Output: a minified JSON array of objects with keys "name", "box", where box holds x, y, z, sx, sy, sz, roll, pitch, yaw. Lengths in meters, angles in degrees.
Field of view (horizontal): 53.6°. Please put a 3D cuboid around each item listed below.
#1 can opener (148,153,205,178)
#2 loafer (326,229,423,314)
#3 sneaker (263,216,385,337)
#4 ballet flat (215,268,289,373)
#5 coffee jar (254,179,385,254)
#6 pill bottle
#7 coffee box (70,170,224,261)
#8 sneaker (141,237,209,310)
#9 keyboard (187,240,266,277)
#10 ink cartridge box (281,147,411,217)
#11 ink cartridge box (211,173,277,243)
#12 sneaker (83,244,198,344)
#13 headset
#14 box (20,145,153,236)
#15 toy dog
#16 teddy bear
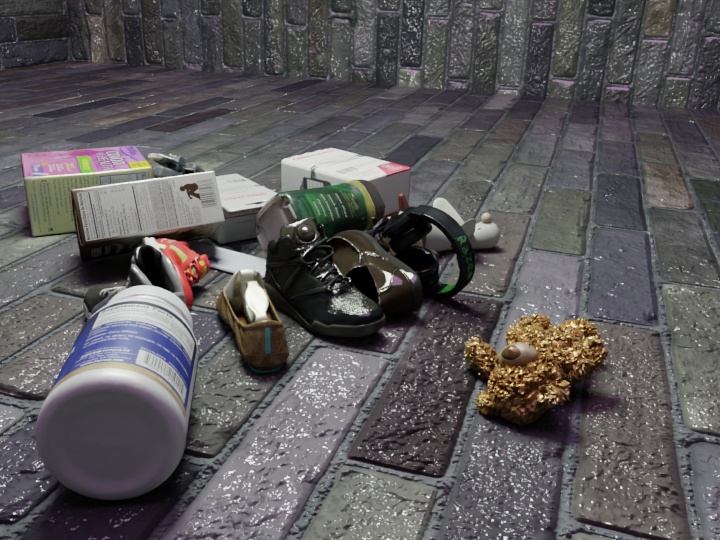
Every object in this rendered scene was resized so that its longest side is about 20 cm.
[{"name":"can opener","box":[-0.314,-0.159,1.272,0.052,0.068,0.200,8,-9,15]},{"name":"loafer","box":[0.000,0.000,0.937,0.070,0.074,0.199,-14,25,-30]},{"name":"sneaker","box":[-0.050,0.007,0.870,0.076,0.116,0.198,-19,32,-38]},{"name":"ballet flat","box":[-0.128,0.042,0.828,0.067,0.074,0.200,-5,23,-17]},{"name":"coffee jar","box":[-0.056,-0.079,1.079,0.198,0.086,0.104,-18,-14,-46]},{"name":"pill bottle","box":[-0.204,0.095,0.635,0.114,0.118,0.200,-1,22,-7]},{"name":"coffee box","box":[-0.308,-0.078,1.027,0.197,0.081,0.113,-12,-5,-22]},{"name":"sneaker","box":[-0.236,-0.002,0.928,0.084,0.078,0.200,-2,22,-24]},{"name":"keyboard","box":[-0.212,-0.018,1.054,0.197,0.011,0.056,14,30,27]},{"name":"ink cartridge box","box":[-0.029,-0.157,1.303,0.198,0.086,0.144,20,28,35]},{"name":"ink cartridge box","box":[-0.208,-0.100,1.173,0.114,0.068,0.199,-13,26,-33]},{"name":"sneaker","box":[-0.254,0.019,0.815,0.198,0.117,0.075,20,28,37]},{"name":"headset","box":[0.076,-0.035,0.964,0.198,0.125,0.094,11,36,44]},{"name":"box","box":[-0.466,-0.142,1.218,0.197,0.098,0.176,-8,24,-24]},{"name":"toy dog","box":[0.118,-0.076,1.101,0.198,0.098,0.131,-15,28,-36]},{"name":"teddy bear","box":[0.186,0.086,0.753,0.198,0.068,0.144,-18,27,-41]}]
